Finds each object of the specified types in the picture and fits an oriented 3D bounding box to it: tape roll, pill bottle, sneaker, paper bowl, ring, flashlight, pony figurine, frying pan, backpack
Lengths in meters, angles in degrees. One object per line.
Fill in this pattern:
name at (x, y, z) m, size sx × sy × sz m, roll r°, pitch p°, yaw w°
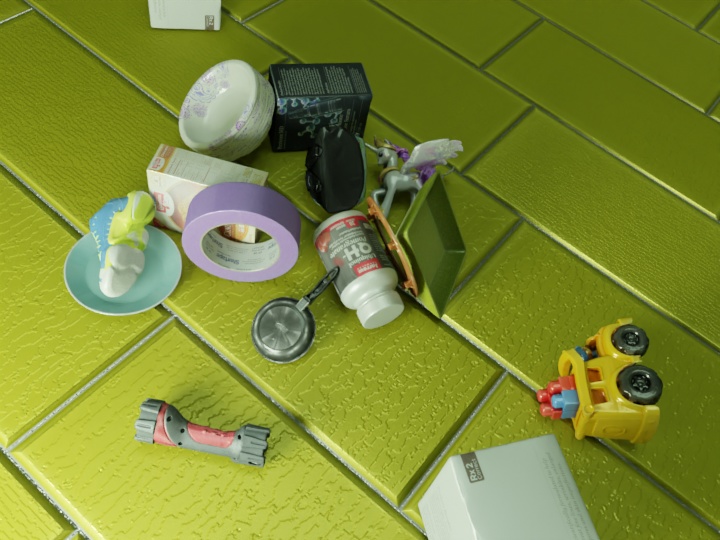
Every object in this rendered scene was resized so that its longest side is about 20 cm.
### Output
tape roll at (-0.204, -0.063, 1.225) m, size 0.199 × 0.200 × 0.066 m, roll 6°, pitch 54°, yaw -7°
pill bottle at (0.000, 0.000, 1.274) m, size 0.110 × 0.111 × 0.200 m, roll -17°, pitch 64°, yaw -22°
sneaker at (-0.429, -0.045, 1.232) m, size 0.105 × 0.076 × 0.201 m, roll 0°, pitch 61°, yaw 25°
paper bowl at (-0.257, -0.309, 1.415) m, size 0.200 × 0.104 × 0.202 m, roll -14°, pitch 62°, yaw 28°
ring at (0.053, -0.040, 1.270) m, size 0.019 × 0.201 × 0.201 m, roll -27°, pitch 62°, yaw -2°
flashlight at (-0.239, 0.246, 1.083) m, size 0.199 × 0.068 × 0.068 m, roll 10°, pitch 59°, yaw -2°
pony figurine at (0.104, -0.183, 1.420) m, size 0.192 × 0.167 × 0.201 m, roll 0°, pitch 70°, yaw -2°
frying pan at (-0.100, 0.083, 1.208) m, size 0.189 × 0.031 × 0.115 m, roll -28°, pitch 74°, yaw 1°
backpack at (-0.049, -0.195, 1.364) m, size 0.153 × 0.200 × 0.164 m, roll -6°, pitch 96°, yaw -23°

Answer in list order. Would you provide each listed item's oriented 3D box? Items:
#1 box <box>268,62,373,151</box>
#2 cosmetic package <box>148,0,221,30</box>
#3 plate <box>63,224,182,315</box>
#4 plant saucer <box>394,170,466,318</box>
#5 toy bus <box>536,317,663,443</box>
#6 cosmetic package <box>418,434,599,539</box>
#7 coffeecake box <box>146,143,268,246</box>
box at (-0.090, -0.342, 1.478) m, size 0.199 × 0.149 × 0.107 m, roll -6°, pitch 56°, yaw -15°
cosmetic package at (-0.413, -0.694, 1.653) m, size 0.164 × 0.165 × 0.201 m, roll -2°, pitch 54°, yaw -12°
plate at (-0.417, -0.001, 1.249) m, size 0.199 × 0.026 × 0.201 m, roll 5°, pitch 54°, yaw -7°
plant saucer at (0.126, -0.048, 1.303) m, size 0.048 × 0.200 × 0.200 m, roll -4°, pitch 38°, yaw 30°
toy bus at (0.403, 0.192, 1.224) m, size 0.191 × 0.136 × 0.201 m, roll -3°, pitch 52°, yaw 6°
cosmetic package at (0.200, 0.358, 0.999) m, size 0.164 × 0.200 × 0.165 m, roll -8°, pitch 58°, yaw -16°
coffeecake box at (-0.276, -0.129, 1.287) m, size 0.199 × 0.154 × 0.073 m, roll 15°, pitch 53°, yaw 0°
